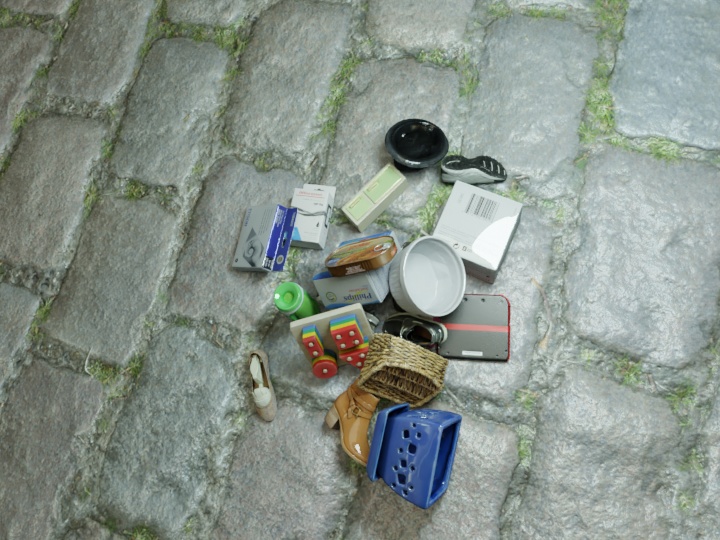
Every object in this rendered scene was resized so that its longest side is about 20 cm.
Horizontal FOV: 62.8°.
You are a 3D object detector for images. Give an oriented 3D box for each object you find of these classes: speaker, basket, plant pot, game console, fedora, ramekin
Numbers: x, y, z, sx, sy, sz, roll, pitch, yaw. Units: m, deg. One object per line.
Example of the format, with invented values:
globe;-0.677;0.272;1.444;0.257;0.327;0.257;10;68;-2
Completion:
speaker;-0.173;0.095;1.624;0.086;0.200;0.091;-3;73;11
basket;0.114;0.264;1.502;0.197;0.142;0.152;26;77;-22
plant pot;0.128;0.437;1.449;0.176;0.199;0.205;12;90;23
game console;0.305;0.151;1.597;0.195;0.031;0.182;1;80;14
fedora;0.159;-0.349;1.724;0.195;0.092;0.205;4;57;-6
ramekin;0.164;0.020;1.520;0.196;0.104;0.206;6;79;-29

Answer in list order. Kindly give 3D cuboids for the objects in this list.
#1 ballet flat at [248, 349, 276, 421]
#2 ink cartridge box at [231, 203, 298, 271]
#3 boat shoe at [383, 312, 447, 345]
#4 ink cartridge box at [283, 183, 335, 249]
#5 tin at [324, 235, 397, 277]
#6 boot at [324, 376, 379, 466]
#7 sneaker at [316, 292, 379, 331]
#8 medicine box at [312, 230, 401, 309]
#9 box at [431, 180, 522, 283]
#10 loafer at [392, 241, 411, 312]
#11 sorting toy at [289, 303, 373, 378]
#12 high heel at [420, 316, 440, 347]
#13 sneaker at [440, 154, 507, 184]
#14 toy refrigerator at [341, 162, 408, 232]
ballet flat;-0.283;0.320;1.654;0.067;0.067;0.204;-18;71;7
ink cartridge box;-0.286;-0.097;1.751;0.197;0.040;0.204;0;72;39
boat shoe;0.133;0.159;1.575;0.197;0.067;0.074;7;108;42
ink cartridge box;-0.150;-0.175;1.769;0.113;0.068;0.205;7;75;15
tin;0.002;-0.035;1.478;0.196;0.042;0.113;-12;31;31
boot;0.006;0.397;1.548;0.200;0.073;0.156;44;101;24
sneaker;-0.055;0.143;1.650;0.197;0.076;0.117;25;79;16
medicine box;0.000;0.000;1.585;0.179;0.105;0.201;-10;27;33
box;0.314;-0.105;1.612;0.195;0.131;0.204;22;80;17
loafer;0.127;0.011;1.650;0.071;0.072;0.205;1;74;14
sorting toy;-0.063;0.202;1.564;0.195;0.201;0.070;-16;42;7
high heel;0.166;0.104;1.591;0.066;0.095;0.205;-8;76;37
sneaker;0.325;-0.282;1.699;0.195;0.080;0.075;6;55;-2
toy refrigerator;0.043;-0.216;1.737;0.200;0.070;0.076;-44;70;-2
